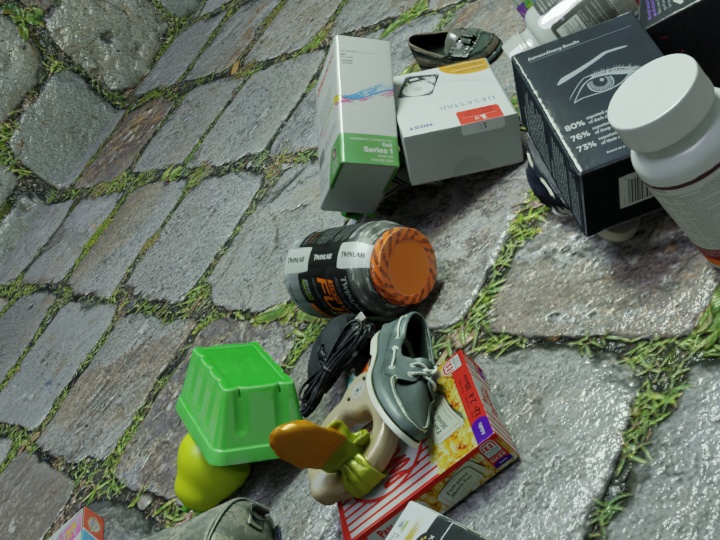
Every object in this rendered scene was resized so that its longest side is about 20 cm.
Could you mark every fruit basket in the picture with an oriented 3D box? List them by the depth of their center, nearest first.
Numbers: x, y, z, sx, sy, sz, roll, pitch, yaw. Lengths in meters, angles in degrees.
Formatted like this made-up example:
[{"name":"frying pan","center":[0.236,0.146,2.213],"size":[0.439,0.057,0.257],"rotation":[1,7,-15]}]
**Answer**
[{"name":"fruit basket","center":[-0.163,0.214,1.392],"size":[0.215,0.155,0.217],"rotation":[176,90,-68]}]

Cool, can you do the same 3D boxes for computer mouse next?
[{"name":"computer mouse","center":[-0.030,0.093,1.321],"size":[0.139,0.053,0.200],"rotation":[-54,-2,10]}]

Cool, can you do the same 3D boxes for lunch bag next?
[{"name":"lunch bag","center":[-0.191,0.352,1.206],"size":[0.199,0.139,0.168],"rotation":[-27,34,32]}]

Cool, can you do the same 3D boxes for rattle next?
[{"name":"rattle","center":[-0.034,0.140,1.170],"size":[0.130,0.142,0.201],"rotation":[-46,26,47]}]

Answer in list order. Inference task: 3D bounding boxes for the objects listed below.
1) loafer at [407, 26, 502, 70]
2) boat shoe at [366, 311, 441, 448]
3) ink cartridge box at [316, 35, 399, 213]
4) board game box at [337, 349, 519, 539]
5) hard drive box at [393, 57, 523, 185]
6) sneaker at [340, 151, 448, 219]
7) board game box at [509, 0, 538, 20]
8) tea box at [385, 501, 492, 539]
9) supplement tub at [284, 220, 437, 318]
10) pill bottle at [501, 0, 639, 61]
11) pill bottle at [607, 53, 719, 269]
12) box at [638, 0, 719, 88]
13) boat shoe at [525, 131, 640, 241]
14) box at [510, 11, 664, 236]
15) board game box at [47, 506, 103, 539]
[{"name":"loafer","center":[0.144,-0.359,1.742],"size":[0.072,0.063,0.200],"rotation":[-56,28,-16]},{"name":"boat shoe","center":[0.051,0.109,1.153],"size":[0.062,0.073,0.200],"rotation":[-42,21,18]},{"name":"ink cartridge box","center":[-0.007,-0.201,1.497],"size":[0.145,0.083,0.201],"rotation":[121,149,-63]},{"name":"board game box","center":[0.061,0.198,1.149],"size":[0.200,0.046,0.152],"rotation":[-41,27,13]},{"name":"hard drive box","center":[0.125,-0.208,1.490],"size":[0.155,0.077,0.200],"rotation":[-12,33,-1]},{"name":"sneaker","center":[0.050,-0.117,1.569],"size":[0.199,0.078,0.086],"rotation":[-11,67,45]},{"name":"board game box","center":[0.289,-0.487,1.658],"size":[0.103,0.105,0.201],"rotation":[-23,35,39]},{"name":"tea box","center":[0.079,0.324,0.865],"size":[0.200,0.134,0.196],"rotation":[-55,27,-13]},{"name":"supplement tub","center":[0.000,0.000,1.414],"size":[0.200,0.122,0.123],"rotation":[-6,48,53]},{"name":"pill bottle","center":[0.291,-0.334,1.448],"size":[0.200,0.111,0.111],"rotation":[-38,29,16]},{"name":"pill bottle","center":[0.320,-0.098,1.000],"size":[0.109,0.200,0.110],"rotation":[-34,30,23]},{"name":"box","center":[0.423,-0.294,1.194],"size":[0.199,0.122,0.106],"rotation":[-25,34,36]},{"name":"boat shoe","center":[0.253,-0.089,1.241],"size":[0.074,0.093,0.201],"rotation":[-16,53,-10]},{"name":"box","center":[0.266,-0.159,1.155],"size":[0.147,0.105,0.201],"rotation":[-19,51,1]},{"name":"board game box","center":[-0.451,0.457,1.548],"size":[0.200,0.040,0.153],"rotation":[-42,28,11]}]
